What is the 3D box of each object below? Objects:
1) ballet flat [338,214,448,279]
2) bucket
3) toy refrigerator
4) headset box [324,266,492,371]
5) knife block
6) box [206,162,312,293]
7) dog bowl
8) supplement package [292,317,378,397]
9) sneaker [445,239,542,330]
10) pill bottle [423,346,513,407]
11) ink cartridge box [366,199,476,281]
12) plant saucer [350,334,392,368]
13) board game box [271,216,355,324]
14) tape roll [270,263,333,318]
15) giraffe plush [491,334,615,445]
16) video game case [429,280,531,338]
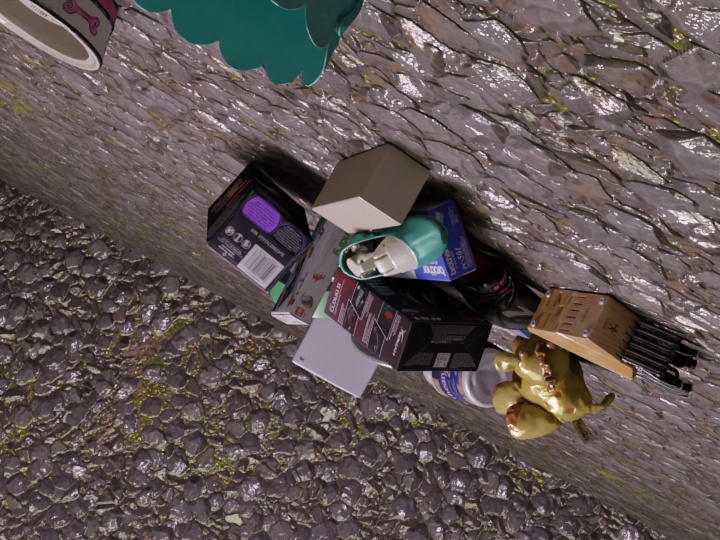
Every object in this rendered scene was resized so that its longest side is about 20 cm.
[{"bbox_3d":[0.034,-0.018,1.417,0.067,0.070,0.200,53,153,-13],"label":"ballet flat"},{"bbox_3d":[-0.080,-0.241,0.809,0.207,0.135,0.207,29,169,6],"label":"bucket"},{"bbox_3d":[0.011,-0.096,1.421,0.070,0.076,0.200,32,169,-15],"label":"toy refrigerator"},{"bbox_3d":[0.057,0.061,1.567,0.148,0.075,0.200,4,-159,-38],"label":"headset box"},{"bbox_3d":[0.338,0.099,1.489,0.175,0.064,0.200,35,168,-23],"label":"knife block"},{"bbox_3d":[-0.154,-0.068,1.720,0.122,0.106,0.200,40,-171,-16],"label":"box"},{"bbox_3d":[-0.385,-0.330,1.392,0.200,0.074,0.200,28,169,6],"label":"dog bowl"},{"bbox_3d":[-0.019,0.126,2.190,0.147,0.192,0.200,29,176,2],"label":"supplement package"},{"bbox_3d":[0.175,0.022,1.537,0.200,0.077,0.084,33,173,-22],"label":"sneaker"},{"bbox_3d":[0.200,0.194,2.193,0.111,0.111,0.200,34,169,-22],"label":"pill bottle"},{"bbox_3d":[0.071,-0.040,1.485,0.200,0.044,0.094,2,114,66],"label":"ink cartridge box"},{"bbox_3d":[0.085,0.083,1.709,0.199,0.050,0.200,0,-156,0],"label":"plant saucer"},{"bbox_3d":[-0.057,-0.018,1.634,0.035,0.201,0.126,29,171,-13],"label":"board game box"},{"bbox_3d":[-0.043,0.008,1.785,0.200,0.200,0.048,21,125,40],"label":"tape roll"},{"bbox_3d":[0.278,0.159,1.760,0.200,0.172,0.163,33,155,55],"label":"giraffe plush"},{"bbox_3d":[0.142,0.020,1.701,0.200,0.046,0.181,37,169,-34],"label":"video game case"}]
